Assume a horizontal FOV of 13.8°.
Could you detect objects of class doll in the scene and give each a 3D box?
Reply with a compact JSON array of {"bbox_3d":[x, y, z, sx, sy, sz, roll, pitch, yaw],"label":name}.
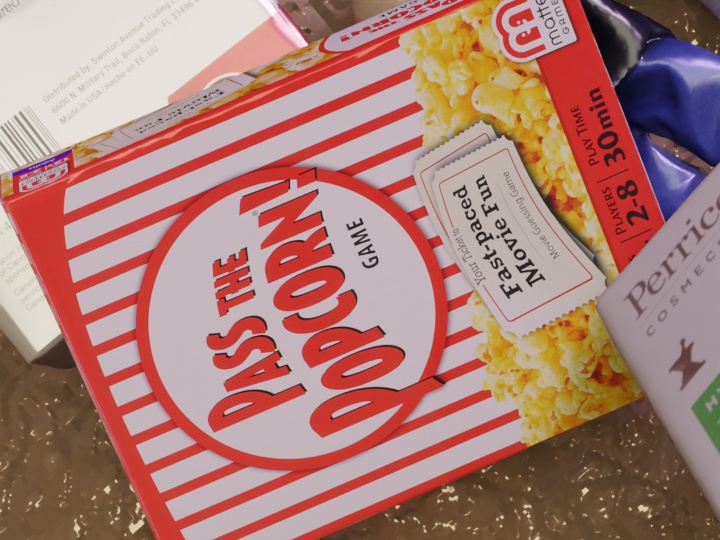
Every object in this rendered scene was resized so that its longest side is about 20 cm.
[{"bbox_3d":[0.080,-0.055,1.051,0.200,0.048,0.137,32,118,13],"label":"doll"}]

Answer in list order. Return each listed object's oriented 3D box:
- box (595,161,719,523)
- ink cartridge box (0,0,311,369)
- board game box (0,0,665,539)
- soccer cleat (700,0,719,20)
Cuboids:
[{"bbox_3d":[0.225,0.026,0.927,0.200,0.171,0.199,32,107,-29],"label":"box"},{"bbox_3d":[-0.115,-0.086,1.061,0.147,0.083,0.200,-38,84,1],"label":"ink cartridge box"},{"bbox_3d":[0.000,0.000,0.998,0.200,0.046,0.152,-24,106,-1],"label":"board game box"},{"bbox_3d":[0.134,-0.122,1.048,0.068,0.073,0.200,-44,84,0],"label":"soccer cleat"}]
